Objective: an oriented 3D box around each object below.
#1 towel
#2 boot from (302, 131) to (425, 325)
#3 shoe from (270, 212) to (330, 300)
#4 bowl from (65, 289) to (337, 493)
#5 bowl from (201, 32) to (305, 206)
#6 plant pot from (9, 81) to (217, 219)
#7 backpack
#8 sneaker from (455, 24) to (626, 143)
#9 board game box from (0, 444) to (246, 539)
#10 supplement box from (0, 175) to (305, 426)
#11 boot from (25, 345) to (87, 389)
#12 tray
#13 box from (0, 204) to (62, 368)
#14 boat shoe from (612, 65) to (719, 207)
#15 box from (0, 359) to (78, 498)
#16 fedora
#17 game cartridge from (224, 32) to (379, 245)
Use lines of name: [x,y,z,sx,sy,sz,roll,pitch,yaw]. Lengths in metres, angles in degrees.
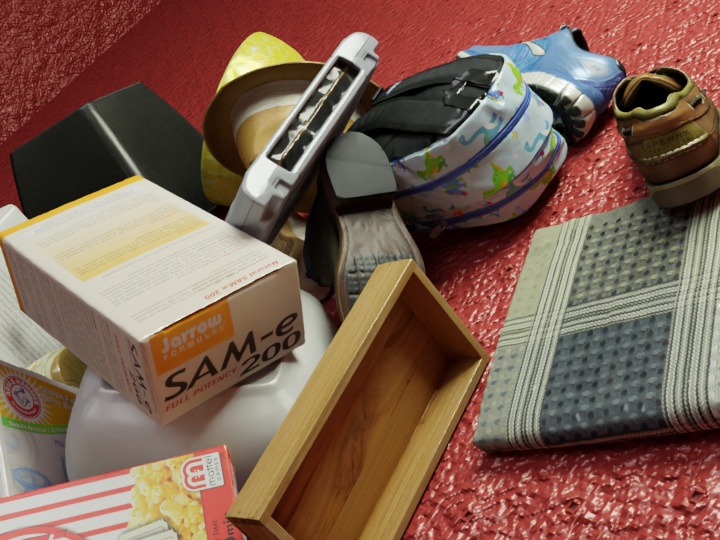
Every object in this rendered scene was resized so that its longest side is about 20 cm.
towel: [0.173,0.025,0.596,0.192,0.035,0.200,-18,36,41]
boot: [0.000,0.000,0.767,0.097,0.075,0.200,129,136,-65]
shoe: [-0.073,-0.018,0.946,0.070,0.053,0.200,-58,21,9]
bowl: [-0.114,0.077,0.718,0.199,0.075,0.200,-2,34,4]
bowl: [-0.090,-0.156,1.084,0.108,0.200,0.200,18,48,7]
plant pot: [-0.295,-0.111,1.163,0.199,0.178,0.200,-25,12,25]
backpack: [0.076,-0.108,0.813,0.163,0.154,0.200,-48,7,-23]
sneaker: [0.164,-0.174,0.873,0.089,0.079,0.200,-37,34,-13]
board game box: [-0.160,0.200,0.555,0.200,0.046,0.152,-13,57,-7]
supplement box: [-0.151,0.012,0.686,0.126,0.074,0.200,-29,40,-33]
boot: [-0.314,0.127,0.917,0.155,0.072,0.200,-31,3,1]
tray: [0.006,0.099,0.603,0.037,0.099,0.200,-9,39,46]
box: [-0.418,0.071,1.063,0.199,0.200,0.171,-16,33,37]
boat shoe: [0.214,-0.111,0.668,0.072,0.068,0.200,-26,15,16]
box: [-0.263,0.179,0.712,0.101,0.112,0.200,-33,56,12]
fedora: [-0.055,-0.114,0.933,0.200,0.201,0.082,-25,52,26]
game cartridge: [-0.053,-0.086,0.763,0.200,0.042,0.133,-60,6,-36]
